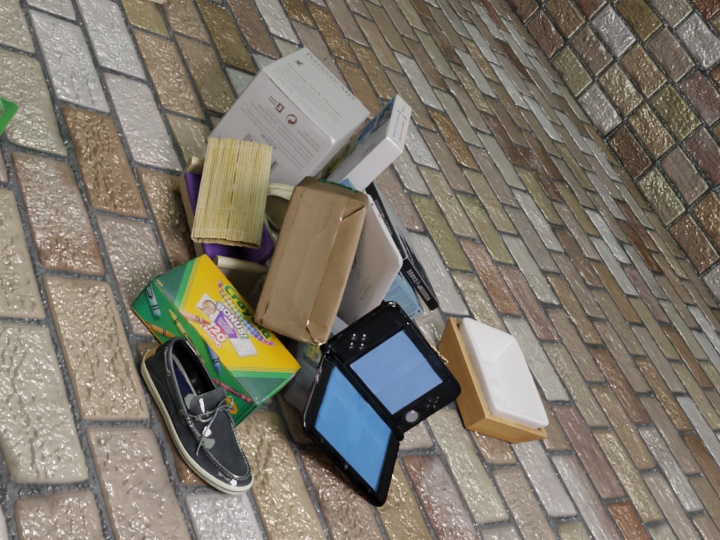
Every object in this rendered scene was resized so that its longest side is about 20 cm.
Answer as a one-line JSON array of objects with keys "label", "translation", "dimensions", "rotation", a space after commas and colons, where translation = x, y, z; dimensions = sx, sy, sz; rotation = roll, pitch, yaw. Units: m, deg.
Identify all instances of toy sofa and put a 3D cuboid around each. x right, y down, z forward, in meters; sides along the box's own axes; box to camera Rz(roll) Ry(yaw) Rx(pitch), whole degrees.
[{"label": "toy sofa", "translation": [-0.192, -0.073, 1.301], "dimensions": [0.082, 0.098, 0.202], "rotation": [11, 44, -37]}]

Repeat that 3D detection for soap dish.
[{"label": "soap dish", "translation": [0.217, 0.186, 1.541], "dimensions": [0.156, 0.081, 0.202], "rotation": [22, 37, -37]}]

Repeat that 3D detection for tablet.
[{"label": "tablet", "translation": [0.000, 0.000, 1.374], "dimensions": [0.013, 0.201, 0.131], "rotation": [-7, 55, -30]}]

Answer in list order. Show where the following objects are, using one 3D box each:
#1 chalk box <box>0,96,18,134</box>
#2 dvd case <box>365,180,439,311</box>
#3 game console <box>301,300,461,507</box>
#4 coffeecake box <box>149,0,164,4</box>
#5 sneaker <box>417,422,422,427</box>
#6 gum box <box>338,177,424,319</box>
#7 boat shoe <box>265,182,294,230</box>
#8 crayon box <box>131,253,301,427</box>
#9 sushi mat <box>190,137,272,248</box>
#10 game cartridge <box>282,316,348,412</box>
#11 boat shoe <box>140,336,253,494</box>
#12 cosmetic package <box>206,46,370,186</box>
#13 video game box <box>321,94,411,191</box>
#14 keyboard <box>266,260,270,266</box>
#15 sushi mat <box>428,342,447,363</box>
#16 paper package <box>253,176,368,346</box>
[{"label": "chalk box", "translation": [-0.489, -0.194, 1.039], "dimensions": [0.198, 0.125, 0.125], "rotation": [5, 48, -51]}, {"label": "dvd case", "translation": [0.071, -0.045, 1.596], "dimensions": [0.151, 0.024, 0.202], "rotation": [53, 11, -46]}, {"label": "game console", "translation": [0.034, 0.173, 1.197], "dimensions": [0.201, 0.171, 0.119], "rotation": [51, 10, -34]}, {"label": "coffeecake box", "translation": [-0.390, -0.558, 1.587], "dimensions": [0.198, 0.154, 0.074], "rotation": [-1, 51, -53]}, {"label": "sneaker", "translation": [0.049, 0.159, 1.306], "dimensions": [0.200, 0.075, 0.082], "rotation": [44, 44, -52]}, {"label": "gum box", "translation": [0.027, -0.030, 1.517], "dimensions": [0.200, 0.044, 0.172], "rotation": [51, 14, -54]}, {"label": "boat shoe", "translation": [-0.086, -0.067, 1.470], "dimensions": [0.199, 0.072, 0.066], "rotation": [35, 29, -31]}, {"label": "crayon box", "translation": [-0.179, 0.085, 1.167], "dimensions": [0.201, 0.058, 0.119], "rotation": [49, 29, 4]}, {"label": "sushi mat", "translation": [-0.175, -0.111, 1.285], "dimensions": [0.094, 0.012, 0.202], "rotation": [7, 48, -7]}, {"label": "game cartridge", "translation": [-0.043, 0.136, 1.309], "dimensions": [0.132, 0.041, 0.201], "rotation": [35, 31, -12]}, {"label": "boat shoe", "translation": [-0.181, 0.164, 1.064], "dimensions": [0.202, 0.062, 0.074], "rotation": [56, 29, 14]}, {"label": "cosmetic package", "translation": [-0.116, -0.239, 1.542], "dimensions": [0.167, 0.166, 0.200], "rotation": [44, 28, -3]}, {"label": "video game box", "translation": [0.002, -0.192, 1.606], "dimensions": [0.047, 0.199, 0.183], "rotation": [39, 30, -18]}, {"label": "keyboard", "translation": [-0.129, -0.011, 1.406], "dimensions": [0.199, 0.011, 0.057], "rotation": [40, 35, -12]}, {"label": "sushi mat", "translation": [0.080, 0.111, 1.389], "dimensions": [0.096, 0.012, 0.200], "rotation": [45, -8, 3]}, {"label": "paper package", "translation": [-0.060, -0.021, 1.242], "dimensions": [0.102, 0.194, 0.200], "rotation": [18, 8, -1]}]
